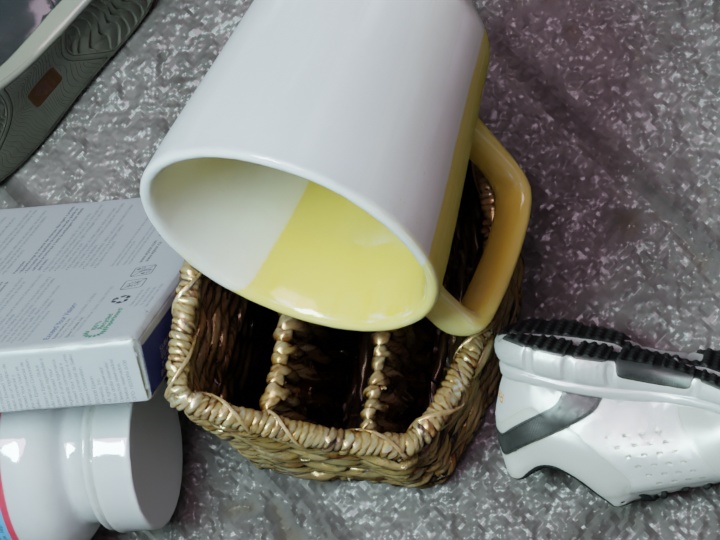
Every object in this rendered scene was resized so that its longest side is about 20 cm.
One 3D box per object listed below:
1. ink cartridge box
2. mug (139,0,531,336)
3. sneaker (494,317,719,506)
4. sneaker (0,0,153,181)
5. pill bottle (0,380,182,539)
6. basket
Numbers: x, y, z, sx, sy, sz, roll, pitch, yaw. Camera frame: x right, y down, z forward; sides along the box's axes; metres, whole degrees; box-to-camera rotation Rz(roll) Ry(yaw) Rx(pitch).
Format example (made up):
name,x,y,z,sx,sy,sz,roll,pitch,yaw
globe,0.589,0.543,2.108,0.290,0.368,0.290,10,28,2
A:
name,x,y,z,sx,sy,sz,roll,pitch,yaw
ink cartridge box,-0.175,0.018,1.492,0.199,0.197,0.044,-6,112,17
mug,-0.006,-0.065,1.381,0.149,0.187,0.154,11,62,20
sneaker,0.161,0.080,1.432,0.199,0.074,0.081,12,105,16
sneaker,-0.215,-0.123,1.608,0.200,0.075,0.106,-45,61,-11
pill bottle,-0.199,0.098,1.508,0.199,0.109,0.109,-3,72,16
basket,0.000,0.000,1.454,0.142,0.149,0.201,6,74,19
